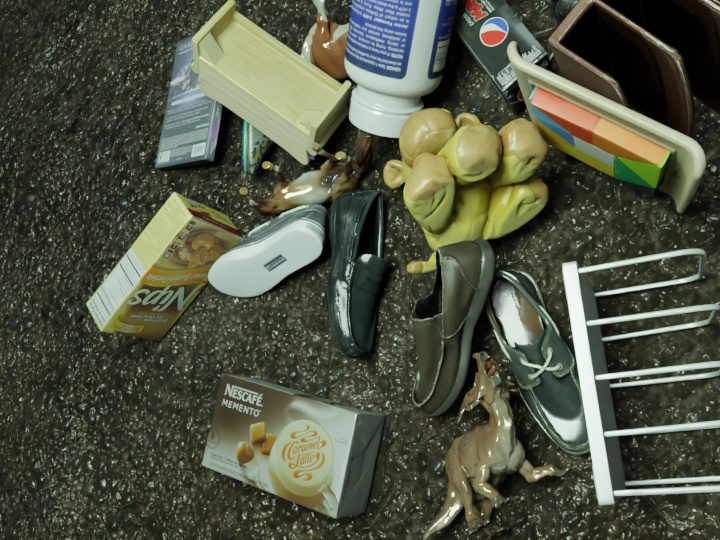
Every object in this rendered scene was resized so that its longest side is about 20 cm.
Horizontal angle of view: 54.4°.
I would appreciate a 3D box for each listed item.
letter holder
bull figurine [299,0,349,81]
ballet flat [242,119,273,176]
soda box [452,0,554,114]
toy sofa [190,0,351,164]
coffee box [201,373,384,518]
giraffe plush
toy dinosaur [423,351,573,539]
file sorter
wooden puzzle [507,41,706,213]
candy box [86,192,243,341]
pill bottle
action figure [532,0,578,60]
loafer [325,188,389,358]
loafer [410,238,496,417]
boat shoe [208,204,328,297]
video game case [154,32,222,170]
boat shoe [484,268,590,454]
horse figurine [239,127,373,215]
[{"bbox_3d":[0.276,-0.171,0.651,0.101,0.199,0.142,-48,63,10],"label":"letter holder"},{"bbox_3d":[-0.018,-0.296,0.899,0.194,0.066,0.124,-4,120,19],"label":"bull figurine"},{"bbox_3d":[-0.136,-0.230,0.965,0.070,0.072,0.206,-16,72,24],"label":"ballet flat"},{"bbox_3d":[0.146,-0.285,0.818,0.063,0.070,0.203,-35,66,15],"label":"soda box"},{"bbox_3d":[-0.113,-0.234,0.885,0.198,0.098,0.084,35,68,5],"label":"toy sofa"},{"bbox_3d":[-0.081,0.202,0.832,0.195,0.079,0.118,11,84,29],"label":"coffee box"},{"bbox_3d":[0.099,-0.110,0.772,0.168,0.203,0.165,-11,51,-14],"label":"giraffe plush"},{"bbox_3d":[0.123,0.188,0.728,0.202,0.084,0.137,-57,47,29],"label":"toy dinosaur"},{"bbox_3d":[0.267,0.095,0.636,0.121,0.138,0.206,-11,74,22],"label":"file sorter"},{"bbox_3d":[0.225,-0.124,0.663,0.198,0.184,0.038,38,98,20],"label":"wooden puzzle"},{"bbox_3d":[-0.264,0.000,0.953,0.201,0.115,0.055,-49,61,10],"label":"candy box"},{"bbox_3d":[0.043,-0.264,0.793,0.118,0.118,0.205,30,125,30],"label":"pill bottle"},{"bbox_3d":[0.272,-0.297,0.738,0.121,0.101,0.199,58,151,-2],"label":"action figure"},{"bbox_3d":[0.000,0.000,0.838,0.069,0.067,0.207,-12,70,34],"label":"loafer"},{"bbox_3d":[0.083,0.059,0.749,0.069,0.073,0.206,9,107,-13],"label":"loafer"},{"bbox_3d":[-0.120,-0.029,0.914,0.197,0.072,0.069,-28,32,35],"label":"boat shoe"},{"bbox_3d":[-0.244,-0.254,1.031,0.140,0.019,0.206,0,79,45],"label":"video game case"},{"bbox_3d":[0.181,0.092,0.724,0.071,0.067,0.204,-29,69,20],"label":"boat shoe"},{"bbox_3d":[-0.062,-0.112,0.878,0.195,0.132,0.051,-20,73,10],"label":"horse figurine"}]
